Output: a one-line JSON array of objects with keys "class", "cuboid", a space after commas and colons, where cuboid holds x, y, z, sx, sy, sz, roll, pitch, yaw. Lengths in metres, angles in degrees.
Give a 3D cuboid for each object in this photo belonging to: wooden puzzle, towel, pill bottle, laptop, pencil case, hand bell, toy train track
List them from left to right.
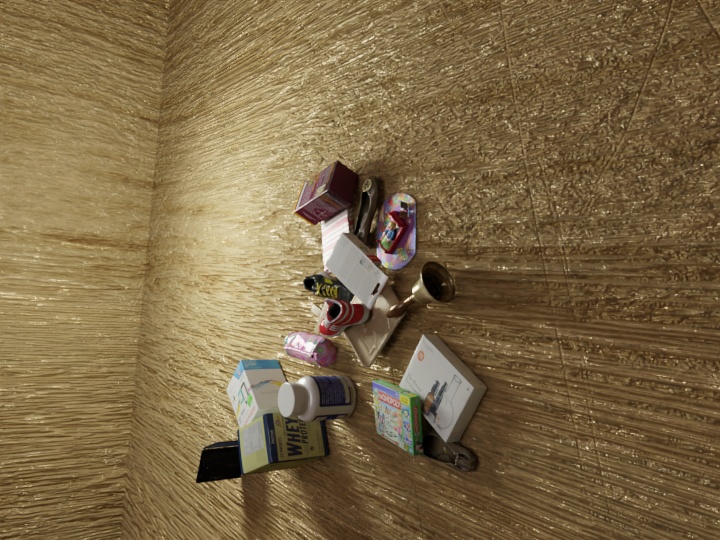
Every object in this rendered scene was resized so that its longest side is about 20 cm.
[{"class": "laptop", "cuboid": [-0.459, 0.662, 2.063, 0.103, 0.175, 0.204, 23, 102, 52]}, {"class": "pencil case", "cuboid": [-0.156, 0.236, 1.794, 0.199, 0.086, 0.089, 6, 89, 54]}, {"class": "pill bottle", "cuboid": [-0.121, 0.353, 1.635, 0.119, 0.197, 0.122, -11, 76, 51]}, {"class": "toy train track", "cuboid": [-0.077, 0.154, 1.748, 0.199, 0.032, 0.116, 32, 104, 44]}, {"class": "towel", "cuboid": [-0.066, -0.104, 1.773, 0.145, 0.030, 0.204, -25, 63, 49]}, {"class": "wooden puzzle", "cuboid": [0.036, 0.127, 1.591, 0.201, 0.046, 0.186, -56, 45, 25]}, {"class": "hand bell", "cuboid": [0.124, 0.070, 1.427, 0.199, 0.103, 0.106, -38, 56, 44]}]

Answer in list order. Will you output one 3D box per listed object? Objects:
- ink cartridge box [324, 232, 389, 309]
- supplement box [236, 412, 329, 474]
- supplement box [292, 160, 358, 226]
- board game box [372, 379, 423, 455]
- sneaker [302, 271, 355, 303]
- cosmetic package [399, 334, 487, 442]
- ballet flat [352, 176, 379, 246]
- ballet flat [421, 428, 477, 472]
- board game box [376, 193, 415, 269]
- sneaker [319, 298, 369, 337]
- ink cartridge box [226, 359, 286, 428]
[{"class": "ink cartridge box", "cuboid": [0.000, 0.000, 1.578, 0.200, 0.050, 0.110, 44, 115, 30]}, {"class": "supplement box", "cuboid": [-0.233, 0.510, 1.762, 0.199, 0.197, 0.137, -36, 58, 45]}, {"class": "supplement box", "cuboid": [-0.106, -0.227, 1.766, 0.199, 0.085, 0.112, -23, 44, 49]}, {"class": "board game box", "cuboid": [0.088, 0.353, 1.444, 0.199, 0.029, 0.137, -178, 82, -66]}, {"class": "sneaker", "cuboid": [-0.092, 0.059, 1.719, 0.198, 0.084, 0.076, 17, 109, 47]}, {"class": "cosmetic package", "cuboid": [0.185, 0.267, 1.363, 0.200, 0.051, 0.153, 45, 118, 47]}, {"class": "ballet flat", "cuboid": [0.011, -0.162, 1.642, 0.067, 0.046, 0.204, 25, 106, 63]}, {"class": "ballet flat", "cuboid": [0.180, 0.410, 1.350, 0.199, 0.046, 0.069, 10, 92, 53]}, {"class": "board game box", "cuboid": [0.080, -0.105, 1.562, 0.157, 0.038, 0.204, -9, 78, 52]}, {"class": "sneaker", "cuboid": [-0.078, 0.128, 1.602, 0.199, 0.111, 0.073, -29, 60, 43]}, {"class": "ink cartridge box", "cuboid": [-0.326, 0.417, 1.945, 0.148, 0.144, 0.201, -60, 43, 29]}]
